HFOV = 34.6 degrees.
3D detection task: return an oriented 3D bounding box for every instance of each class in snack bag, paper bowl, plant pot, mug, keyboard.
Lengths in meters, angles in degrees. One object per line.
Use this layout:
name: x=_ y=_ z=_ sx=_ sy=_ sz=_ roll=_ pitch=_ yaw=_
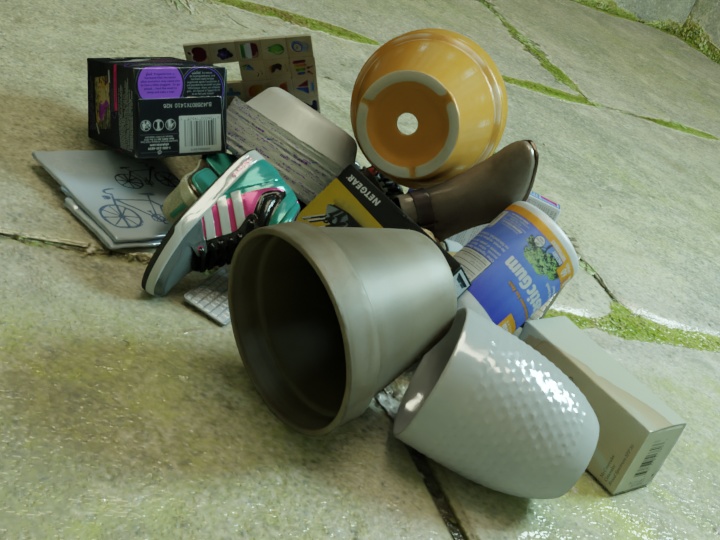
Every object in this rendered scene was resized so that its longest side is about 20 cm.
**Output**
snack bag: x=-0.276 y=-0.090 z=1.380 sx=0.200 sy=0.022 sz=0.188 roll=41 pitch=30 yaw=29
paper bowl: x=-0.085 y=-0.159 z=1.487 sx=0.200 sy=0.105 sz=0.201 roll=34 pitch=4 yaw=-3
plant pot: x=0.073 y=-0.190 z=1.411 sx=0.199 sy=0.202 sz=0.183 roll=26 pitch=17 yaw=5
plant pot: x=-0.005 y=0.039 z=1.124 sx=0.172 sy=0.202 sz=0.200 roll=-17 pitch=45 yaw=-35
mug: x=0.139 y=0.145 z=1.178 sx=0.174 sy=0.149 sz=0.200 roll=31 pitch=-5 yaw=-4
keyboard: x=-0.135 y=0.012 z=1.322 sx=0.056 sy=0.011 sz=0.200 roll=28 pitch=26 yaw=9

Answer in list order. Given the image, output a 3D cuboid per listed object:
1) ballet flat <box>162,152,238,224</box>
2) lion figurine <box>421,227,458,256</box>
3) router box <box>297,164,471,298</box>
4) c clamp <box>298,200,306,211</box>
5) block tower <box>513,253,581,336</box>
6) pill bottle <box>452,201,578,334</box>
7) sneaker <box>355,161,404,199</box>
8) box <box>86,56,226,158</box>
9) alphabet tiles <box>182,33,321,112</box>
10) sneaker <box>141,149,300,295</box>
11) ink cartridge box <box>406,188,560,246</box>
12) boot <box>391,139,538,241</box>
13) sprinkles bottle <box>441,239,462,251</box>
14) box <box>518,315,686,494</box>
ballet flat: x=-0.187 y=-0.097 z=1.374 sx=0.068 sy=0.062 sz=0.200 roll=52 pitch=17 yaw=-3
lion figurine: x=0.104 y=0.003 z=1.413 sx=0.199 sy=0.123 sz=0.072 roll=-2 pitch=35 yaw=-43
router box: x=0.000 y=0.000 z=1.286 sx=0.200 sy=0.157 sz=0.052 roll=43 pitch=-5 yaw=32
c clamp: x=-0.129 y=-0.093 z=1.498 sx=0.170 sy=0.027 sz=0.200 roll=-1 pitch=34 yaw=-49
block tower: x=0.210 y=0.037 z=1.437 sx=0.057 sy=0.054 sz=0.200 roll=30 pitch=50 yaw=10
pill bottle: x=0.144 y=0.024 z=1.321 sx=0.112 sy=0.200 sz=0.112 roll=46 pitch=-12 yaw=13
sneaker: x=0.024 y=-0.104 z=1.535 sx=0.077 sy=0.083 sz=0.199 roll=16 pitch=7 yaw=-42
box: x=-0.254 y=-0.205 z=1.428 sx=0.121 sy=0.107 sz=0.200 roll=-5 pitch=15 yaw=-27
alphabet tiles: x=-0.137 y=-0.229 z=1.543 sx=0.165 sy=0.201 sz=0.008 roll=-4 pitch=50 yaw=2
sneaker: x=-0.133 y=-0.024 z=1.250 sx=0.120 sy=0.084 sz=0.200 roll=37 pitch=70 yaw=7
ink cartridge box: x=0.154 y=-0.069 z=1.566 sx=0.198 sy=0.138 sz=0.076 roll=26 pitch=9 yaw=2
boot: x=0.111 y=-0.086 z=1.372 sx=0.145 sy=0.200 sz=0.071 roll=-8 pitch=65 yaw=-20
sprinkles bottle: x=0.033 y=-0.021 z=1.461 sx=0.198 sy=0.069 sz=0.068 roll=11 pitch=28 yaw=-24
box: x=0.257 y=0.148 z=1.307 sx=0.077 sy=0.096 sz=0.200 roll=-3 pitch=35 yaw=-43
